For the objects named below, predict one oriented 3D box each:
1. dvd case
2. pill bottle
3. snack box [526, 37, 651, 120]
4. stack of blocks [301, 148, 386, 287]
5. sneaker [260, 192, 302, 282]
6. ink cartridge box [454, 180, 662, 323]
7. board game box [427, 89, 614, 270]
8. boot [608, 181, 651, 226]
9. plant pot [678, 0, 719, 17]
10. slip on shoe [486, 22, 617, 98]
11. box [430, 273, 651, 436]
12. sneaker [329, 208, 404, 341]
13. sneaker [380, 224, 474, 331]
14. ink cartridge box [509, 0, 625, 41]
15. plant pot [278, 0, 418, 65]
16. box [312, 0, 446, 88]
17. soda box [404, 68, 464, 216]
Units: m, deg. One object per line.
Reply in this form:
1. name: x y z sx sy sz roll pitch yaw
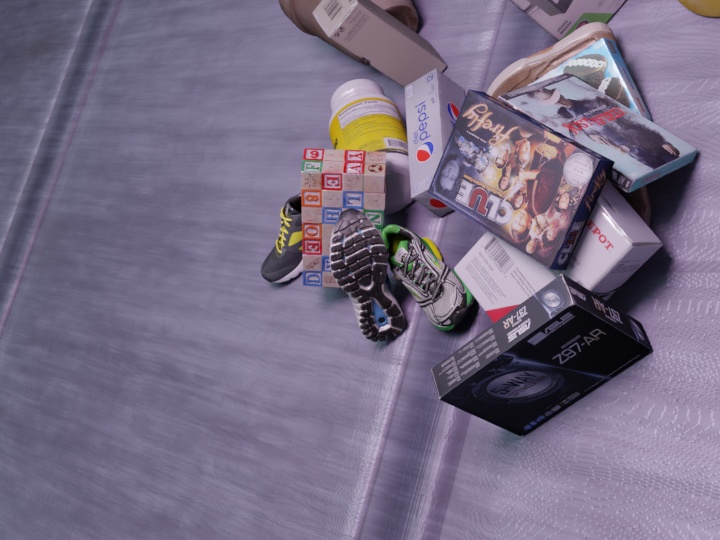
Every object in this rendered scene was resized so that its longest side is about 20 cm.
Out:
1. dvd case: 0.277 -0.167 1.446 0.200 0.146 0.022 37 131 29
2. pill bottle: 0.016 -0.187 1.808 0.112 0.112 0.200 -40 44 25
3. snack box: 0.259 -0.195 1.568 0.200 0.037 0.116 -31 77 33
4. stack of blocks: -0.024 -0.070 1.725 0.059 0.115 0.200 -86 -2 -51
5. sneaker: -0.099 -0.069 1.887 0.200 0.085 0.075 -50 40 15
6. ink cartridge box: 0.229 -0.017 1.440 0.200 0.084 0.144 -50 64 30
7. board game box: 0.178 -0.106 1.403 0.200 0.035 0.136 35 112 36
8. boot: 0.260 -0.127 1.493 0.200 0.064 0.187 -1 109 48
9. plant pot: 0.412 -0.434 1.457 0.200 0.189 0.201 -24 53 37
10. slip on shoe: 0.252 -0.249 1.622 0.200 0.076 0.061 -28 54 26
11. box: 0.206 0.102 1.398 0.200 0.160 0.044 -38 45 26
12. sneaker: 0.000 0.000 1.673 0.078 0.200 0.090 -17 33 -2
13. sneaker: 0.081 0.009 1.646 0.078 0.085 0.200 -53 41 11
14. ink cartridge box: 0.254 -0.398 1.597 0.146 0.200 0.084 -50 41 15
15. plant pot: -0.003 -0.418 1.924 0.200 0.200 0.174 -47 59 18
16. box: 0.029 -0.341 1.810 0.068 0.200 0.082 -48 41 17
17. soda box: 0.110 -0.181 1.736 0.063 0.068 0.201 -26 52 34
